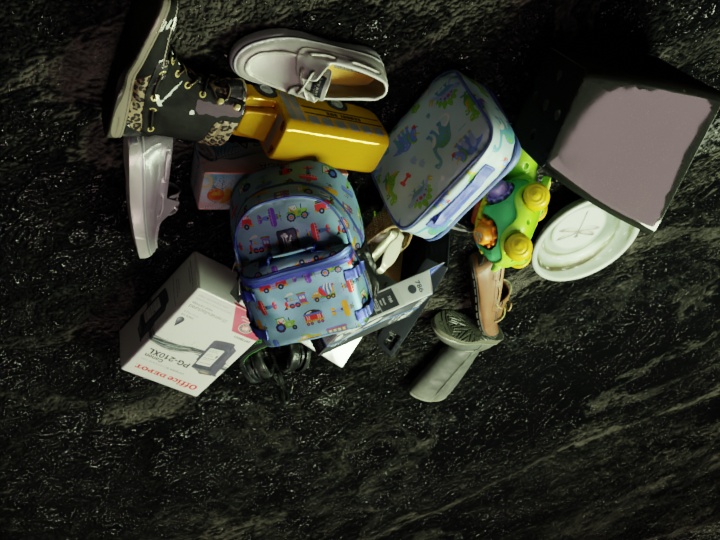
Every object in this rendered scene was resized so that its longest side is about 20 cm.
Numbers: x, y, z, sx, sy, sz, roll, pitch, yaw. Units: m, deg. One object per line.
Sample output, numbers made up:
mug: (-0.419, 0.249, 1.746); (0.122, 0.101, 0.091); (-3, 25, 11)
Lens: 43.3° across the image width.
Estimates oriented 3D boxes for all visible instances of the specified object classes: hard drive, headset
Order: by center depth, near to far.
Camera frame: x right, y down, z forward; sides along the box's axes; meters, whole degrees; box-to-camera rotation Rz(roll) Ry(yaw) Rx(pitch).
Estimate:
hard drive: (0.081, 0.026, 1.434); (0.042, 0.135, 0.201); (23, 126, -9)
headset: (-0.139, 0.157, 1.506); (0.123, 0.095, 0.200); (-13, 158, -9)

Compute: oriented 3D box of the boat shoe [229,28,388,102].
boat shoe: (-0.058, -0.238, 1.098); (0.199, 0.070, 0.071); (4, 134, -25)

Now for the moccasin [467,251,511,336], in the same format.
moccasin: (0.229, 0.040, 1.569); (0.077, 0.074, 0.202); (-11, 132, 0)

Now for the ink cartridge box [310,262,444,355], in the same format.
ink cartridge box: (0.029, 0.054, 1.267); (0.199, 0.039, 0.099); (-24, 167, -25)

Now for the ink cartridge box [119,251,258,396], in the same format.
ink cartridge box: (-0.249, 0.086, 1.369); (0.144, 0.085, 0.200); (28, 121, -36)

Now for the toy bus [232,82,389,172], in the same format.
toy bus: (-0.067, -0.179, 1.153); (0.199, 0.079, 0.065); (4, 136, -36)

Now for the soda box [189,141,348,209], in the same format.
soda box: (-0.121, -0.126, 1.203); (0.199, 0.069, 0.064); (-2, 135, -24)

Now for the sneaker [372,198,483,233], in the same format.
sneaker: (0.107, -0.091, 1.374); (0.199, 0.072, 0.083); (3, 170, -35)

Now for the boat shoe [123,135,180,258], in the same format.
boat shoe: (-0.267, -0.098, 1.175); (0.068, 0.072, 0.201); (-8, 131, -17)

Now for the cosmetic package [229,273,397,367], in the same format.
cosmetic package: (-0.064, 0.026, 1.301); (0.200, 0.052, 0.151); (36, 90, -30)

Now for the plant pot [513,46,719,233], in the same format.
plant pot: (0.322, -0.195, 1.216); (0.176, 0.200, 0.201); (14, 113, -18)

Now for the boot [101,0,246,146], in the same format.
boot: (-0.203, -0.223, 1.045); (0.150, 0.073, 0.200); (6, 133, -31)

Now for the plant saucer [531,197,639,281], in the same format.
plant saucer: (0.371, -0.066, 1.523); (0.199, 0.050, 0.201); (-14, 142, -11)

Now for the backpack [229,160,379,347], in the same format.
backpack: (-0.077, -0.028, 1.140); (0.181, 0.135, 0.201); (-10, 116, 6)

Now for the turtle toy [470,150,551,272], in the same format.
turtle toy: (0.221, -0.094, 1.326); (0.100, 0.201, 0.146); (19, 177, 11)

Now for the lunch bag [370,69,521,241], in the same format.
lunch bag: (0.110, -0.148, 1.211); (0.082, 0.161, 0.200); (16, 128, -41)

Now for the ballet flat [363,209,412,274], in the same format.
ballet flat: (0.000, 0.000, 1.258); (0.070, 0.065, 0.200); (37, 88, -37)

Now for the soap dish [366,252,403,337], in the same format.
soap dish: (-0.042, 0.035, 1.419); (0.199, 0.082, 0.158); (1, 136, -26)

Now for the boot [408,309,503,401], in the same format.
boot: (0.150, 0.164, 1.685); (0.181, 0.073, 0.200); (16, 135, -35)
